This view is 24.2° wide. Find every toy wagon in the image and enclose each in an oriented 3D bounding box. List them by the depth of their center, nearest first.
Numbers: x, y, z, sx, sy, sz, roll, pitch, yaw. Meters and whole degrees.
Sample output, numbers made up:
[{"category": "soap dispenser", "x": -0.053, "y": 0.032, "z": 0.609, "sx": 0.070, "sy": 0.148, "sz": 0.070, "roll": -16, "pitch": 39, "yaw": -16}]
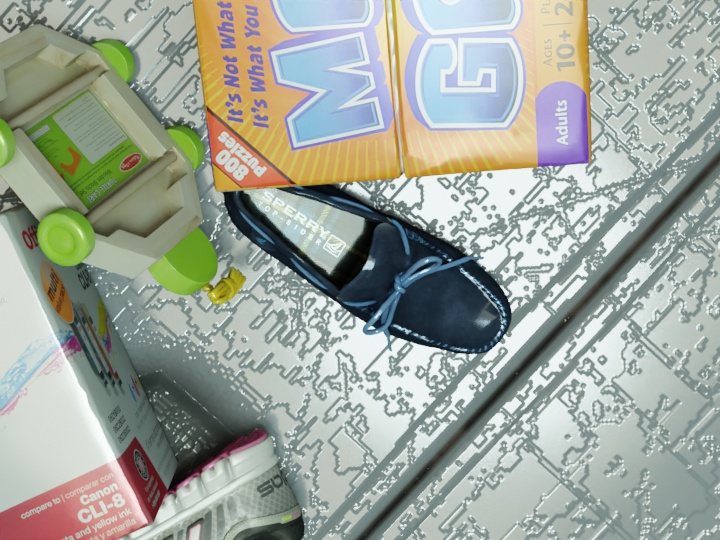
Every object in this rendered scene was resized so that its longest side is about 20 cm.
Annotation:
[{"category": "toy wagon", "x": -0.148, "y": -0.053, "z": 0.992, "sx": 0.040, "sy": 0.155, "sz": 0.200, "roll": -35, "pitch": 97, "yaw": 32}]

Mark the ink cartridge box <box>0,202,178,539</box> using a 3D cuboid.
[{"category": "ink cartridge box", "x": -0.220, "y": 0.073, "z": 1.008, "sx": 0.145, "sy": 0.145, "sz": 0.200, "roll": -24, "pitch": 97, "yaw": 4}]

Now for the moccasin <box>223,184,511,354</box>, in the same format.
[{"category": "moccasin", "x": 0.000, "y": 0.000, "z": 1.037, "sx": 0.200, "sy": 0.068, "sz": 0.081, "roll": 24, "pitch": 97, "yaw": -3}]

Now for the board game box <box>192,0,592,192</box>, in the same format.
[{"category": "board game box", "x": 0.014, "y": -0.172, "z": 0.932, "sx": 0.200, "sy": 0.200, "sz": 0.200, "roll": -5, "pitch": 109, "yaw": 1}]

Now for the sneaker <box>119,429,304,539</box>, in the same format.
[{"category": "sneaker", "x": -0.118, "y": 0.190, "z": 1.058, "sx": 0.200, "sy": 0.074, "sz": 0.087, "roll": -36, "pitch": 90, "yaw": 0}]
